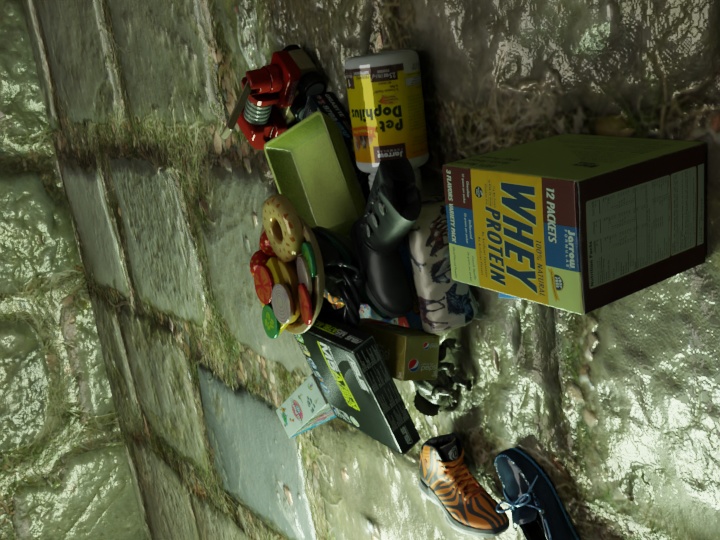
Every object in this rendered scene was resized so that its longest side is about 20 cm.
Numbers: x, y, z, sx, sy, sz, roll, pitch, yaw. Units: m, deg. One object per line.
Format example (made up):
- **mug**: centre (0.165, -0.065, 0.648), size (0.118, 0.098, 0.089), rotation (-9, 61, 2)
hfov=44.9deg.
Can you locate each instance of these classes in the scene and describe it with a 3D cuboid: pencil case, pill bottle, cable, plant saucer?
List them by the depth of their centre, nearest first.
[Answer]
- **pill bottle**: centre (0.041, -0.211, 1.259), size (0.109, 0.109, 0.202), rotation (15, 117, 54)
- **pencil case**: centre (0.117, -0.014, 1.269), size (0.078, 0.089, 0.202), rotation (-126, 24, -81)
- **cable**: centre (-0.060, 0.017, 1.347), size (0.199, 0.051, 0.164), rotation (28, 139, 43)
- **plant saucer**: centre (-0.064, -0.141, 1.418), size (0.199, 0.048, 0.201), rotation (-16, 94, 56)

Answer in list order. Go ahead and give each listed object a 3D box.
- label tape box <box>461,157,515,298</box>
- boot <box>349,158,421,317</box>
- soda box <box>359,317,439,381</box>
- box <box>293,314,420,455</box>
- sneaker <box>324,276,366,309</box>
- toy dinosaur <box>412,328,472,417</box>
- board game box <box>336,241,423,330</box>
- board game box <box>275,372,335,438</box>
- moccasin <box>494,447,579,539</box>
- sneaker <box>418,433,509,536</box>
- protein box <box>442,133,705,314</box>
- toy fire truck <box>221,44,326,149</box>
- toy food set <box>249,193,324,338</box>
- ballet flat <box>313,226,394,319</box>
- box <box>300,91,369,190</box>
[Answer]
- **label tape box**: centre (0.195, -0.050, 1.139), size (0.143, 0.066, 0.202), rotation (4, 107, 57)
- **boot**: centre (0.050, -0.041, 1.212), size (0.166, 0.065, 0.200), rotation (62, 155, 15)
- **soda box**: centre (0.038, 0.118, 1.339), size (0.200, 0.064, 0.068), rotation (9, 96, 58)
- **box**: centre (-0.012, 0.167, 1.331), size (0.193, 0.047, 0.201), rotation (21, 140, 56)
- **sneaker**: centre (-0.041, 0.036, 1.449), size (0.199, 0.078, 0.113), rotation (19, 143, 37)
- **toy dinosaur**: centre (0.108, 0.154, 1.344), size (0.102, 0.077, 0.201), rotation (-7, 113, 37)
- **board game box**: centre (0.023, 0.033, 1.457), size (0.196, 0.056, 0.201), rotation (-36, 74, 57)
- **board game box**: centre (-0.052, 0.221, 1.581), size (0.065, 0.147, 0.200), rotation (61, 147, 13)
- **moccasin**: centre (0.249, 0.349, 1.244), size (0.201, 0.068, 0.081), rotation (57, 145, 24)
- **sneaker**: centre (0.153, 0.328, 1.363), size (0.200, 0.077, 0.113), rotation (24, 126, 51)
- **protein box**: centre (0.231, -0.061, 0.947), size (0.198, 0.199, 0.136), rotation (17, 118, 53)
- **toy fire truck**: centre (-0.170, -0.270, 1.474), size (0.129, 0.199, 0.176), rotation (57, 145, 24)
- **toy food set**: centre (-0.113, 0.001, 1.302), size (0.200, 0.048, 0.199), rotation (-49, 57, 51)
- **ballet flat**: centre (0.000, 0.000, 1.353), size (0.200, 0.063, 0.068), rotation (43, 129, 22)
- **box**: centre (-0.057, -0.177, 1.490), size (0.159, 0.046, 0.201), rotation (56, 145, 25)
